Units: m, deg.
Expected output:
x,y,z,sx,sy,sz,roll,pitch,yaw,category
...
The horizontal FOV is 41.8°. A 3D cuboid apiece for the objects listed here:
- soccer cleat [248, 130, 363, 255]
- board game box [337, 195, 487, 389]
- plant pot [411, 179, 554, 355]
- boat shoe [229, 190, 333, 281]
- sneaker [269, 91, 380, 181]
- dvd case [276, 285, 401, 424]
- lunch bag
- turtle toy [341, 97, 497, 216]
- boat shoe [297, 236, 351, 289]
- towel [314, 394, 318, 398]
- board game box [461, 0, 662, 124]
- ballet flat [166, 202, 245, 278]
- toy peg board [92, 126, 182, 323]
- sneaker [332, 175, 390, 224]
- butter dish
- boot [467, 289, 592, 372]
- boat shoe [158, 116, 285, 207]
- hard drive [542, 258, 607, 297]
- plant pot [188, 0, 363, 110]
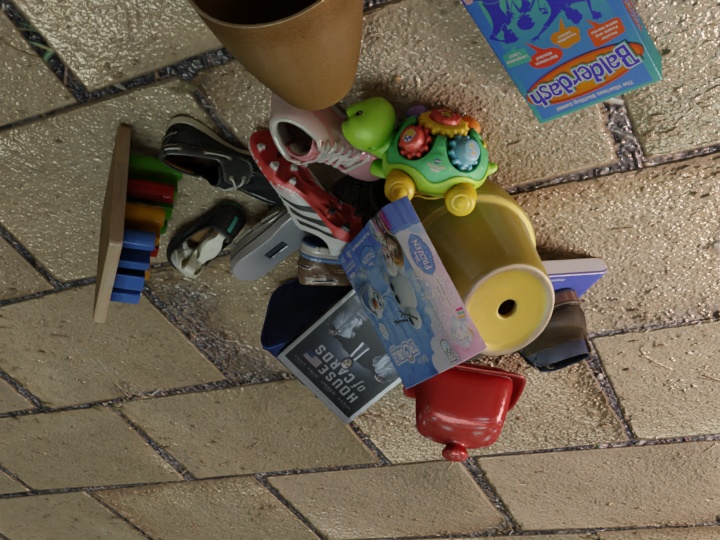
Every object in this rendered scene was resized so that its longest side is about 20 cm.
x,y,z,sx,sy,sz,roll,pitch,yaw,category
-0.080,-0.102,1.258,0.200,0.069,0.085,43,143,2,soccer cleat
0.056,0.035,1.161,0.200,0.043,0.200,61,158,7,board game box
0.151,0.006,1.208,0.198,0.189,0.203,-8,120,-15,plant pot
-0.108,-0.062,1.355,0.199,0.066,0.072,-37,138,20,boat shoe
-0.043,-0.155,1.195,0.075,0.105,0.200,-23,131,34,sneaker
-0.006,0.116,1.351,0.150,0.025,0.200,45,118,-7,dvd case
-0.039,0.087,1.463,0.198,0.137,0.132,-18,133,31,lunch bag
0.072,-0.151,1.156,0.198,0.146,0.102,11,120,0,turtle toy
0.000,0.000,1.357,0.198,0.072,0.073,9,109,-21,boat shoe
0.046,0.140,1.485,0.198,0.192,0.035,-17,96,35,towel
0.222,-0.266,1.033,0.151,0.045,0.200,-18,133,32,board game box
-0.246,-0.035,1.426,0.068,0.069,0.200,31,138,-21,ballet flat
-0.312,-0.057,1.329,0.097,0.201,0.201,7,144,-18,toy peg board
0.043,-0.063,1.313,0.199,0.077,0.091,29,145,-16,sneaker
0.164,0.244,1.572,0.197,0.149,0.201,8,154,2,butter dish
0.230,0.108,1.340,0.198,0.098,0.075,-26,152,14,boot
-0.181,-0.133,1.292,0.199,0.068,0.072,27,138,-19,boat shoe
0.254,0.049,1.382,0.131,0.026,0.200,-3,149,-27,hard drive
-0.072,-0.269,1.022,0.184,0.188,0.200,1,153,14,plant pot
